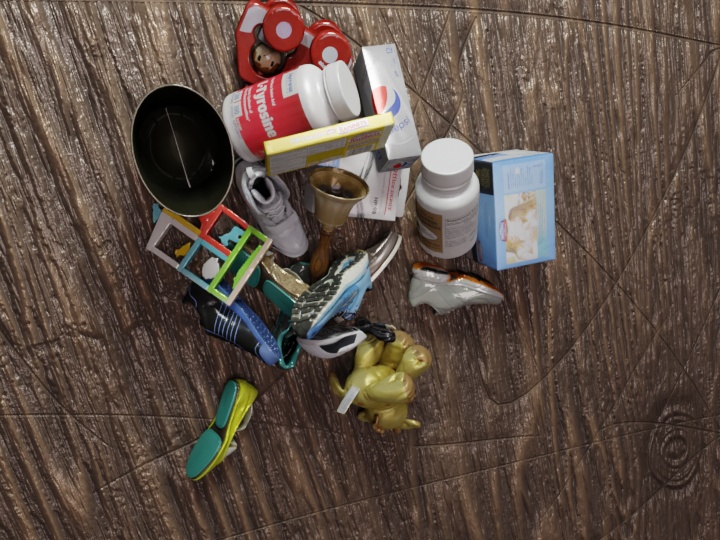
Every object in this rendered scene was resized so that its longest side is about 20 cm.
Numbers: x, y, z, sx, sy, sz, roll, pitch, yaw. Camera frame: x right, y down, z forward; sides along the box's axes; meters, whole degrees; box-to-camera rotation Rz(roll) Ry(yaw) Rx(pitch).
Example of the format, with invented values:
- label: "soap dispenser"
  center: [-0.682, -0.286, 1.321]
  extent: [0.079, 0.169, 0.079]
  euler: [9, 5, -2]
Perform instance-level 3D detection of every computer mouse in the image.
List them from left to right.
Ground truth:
- label: "computer mouse"
  center: [-0.031, 0.124, 1.159]
  extent: [0.198, 0.109, 0.045]
  euler: [-8, 104, -43]

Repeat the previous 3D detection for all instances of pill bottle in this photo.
- label: "pill bottle"
  center: [-0.106, -0.250, 1.017]
  extent: [0.197, 0.113, 0.114]
  euler: [-15, 110, 19]
- label: "pill bottle"
  center: [0.153, -0.126, 1.153]
  extent: [0.113, 0.115, 0.201]
  euler: [-24, 142, -12]

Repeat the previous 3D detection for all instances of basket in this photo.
- label: "basket"
  center: [-0.275, -0.185, 0.988]
  extent: [0.134, 0.200, 0.183]
  euler: [-19, 109, -15]

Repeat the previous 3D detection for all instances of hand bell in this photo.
- label: "hand bell"
  center: [-0.057, -0.061, 1.104]
  extent: [0.102, 0.105, 0.202]
  euler: [2, 125, -19]

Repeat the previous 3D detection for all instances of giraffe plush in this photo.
- label: "giraffe plush"
  center: [0.050, 0.234, 1.239]
  extent: [0.200, 0.172, 0.163]
  euler: [-42, 134, -16]

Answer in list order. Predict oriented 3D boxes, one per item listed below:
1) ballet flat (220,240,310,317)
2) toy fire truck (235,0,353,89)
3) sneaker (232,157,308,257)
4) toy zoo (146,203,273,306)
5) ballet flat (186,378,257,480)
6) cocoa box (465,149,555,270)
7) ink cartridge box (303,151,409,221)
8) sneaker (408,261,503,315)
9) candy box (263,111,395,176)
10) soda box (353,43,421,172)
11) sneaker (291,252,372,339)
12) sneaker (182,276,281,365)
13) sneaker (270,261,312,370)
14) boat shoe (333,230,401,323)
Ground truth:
- label: "ballet flat"
  center: [-0.158, 0.007, 1.130]
  extent: [0.199, 0.071, 0.065]
  euler: [41, 43, 10]
- label: "toy fire truck"
  center: [-0.114, -0.337, 1.068]
  extent: [0.198, 0.113, 0.169]
  euler: [20, 114, -21]
- label: "sneaker"
  center: [-0.146, -0.098, 1.100]
  extent: [0.075, 0.115, 0.201]
  euler: [-35, 111, -7]
- label: "toy zoo"
  center: [-0.261, -0.052, 1.083]
  extent: [0.199, 0.020, 0.132]
  euler: [35, 87, -1]
- label: "ballet flat"
  center: [-0.245, 0.294, 1.190]
  extent: [0.067, 0.066, 0.202]
  euler: [25, 92, -44]
- label: "cocoa box"
  center: [0.278, -0.118, 1.234]
  extent: [0.131, 0.131, 0.203]
  euler: [-11, 106, -16]
- label: "ink cartridge box"
  center: [0.006, -0.155, 1.165]
  extent: [0.197, 0.067, 0.118]
  euler: [4, 101, -20]
- label: "sneaker"
  center: [0.182, 0.049, 1.280]
  extent: [0.197, 0.076, 0.093]
  euler: [14, 106, -14]
- label: "candy box"
  center: [-0.050, -0.192, 1.000]
  extent: [0.197, 0.102, 0.027]
  euler: [-16, 80, -10]
- label: "soda box"
  center: [0.044, -0.275, 1.111]
  extent: [0.062, 0.068, 0.203]
  euler: [-11, 83, -16]
- label: "sneaker"
  center: [-0.034, 0.054, 1.089]
  extent: [0.200, 0.078, 0.091]
  euler: [-45, 121, -39]
- label: "sneaker"
  center: [-0.221, 0.096, 1.123]
  extent: [0.078, 0.070, 0.200]
  euler: [-42, 83, 6]
- label: "sneaker"
  center: [-0.115, 0.087, 1.168]
  extent: [0.076, 0.091, 0.203]
  euler: [11, 99, -22]
- label: "boat shoe"
  center: [0.000, 0.000, 1.199]
  extent: [0.059, 0.072, 0.201]
  euler: [39, 80, -7]
